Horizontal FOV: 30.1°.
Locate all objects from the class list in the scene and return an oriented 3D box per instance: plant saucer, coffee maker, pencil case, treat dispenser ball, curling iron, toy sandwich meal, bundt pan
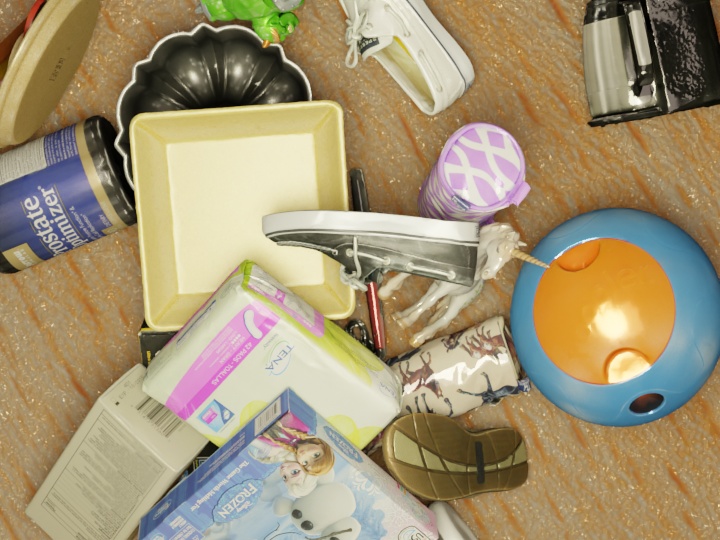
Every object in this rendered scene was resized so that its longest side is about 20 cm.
[{"bbox_3d":[-0.108,-0.052,1.256,0.197,0.048,0.203,-4,96,0],"label":"plant saucer"},{"bbox_3d":[0.290,-0.250,1.278,0.190,0.134,0.203,-12,95,-21],"label":"coffee maker"},{"bbox_3d":[0.066,0.120,1.320,0.198,0.078,0.090,-23,107,3],"label":"pencil case"},{"bbox_3d":[0.239,0.044,1.249,0.198,0.201,0.204,0,94,2],"label":"treat dispenser ball"},{"bbox_3d":[0.104,-0.078,1.246,0.085,0.200,0.085,30,84,0],"label":"pencil case"},{"bbox_3d":[0.000,0.000,1.340,0.049,0.026,0.203,-1,93,-1],"label":"curling iron"},{"bbox_3d":[-0.317,-0.203,1.262,0.070,0.205,0.207,29,94,-3],"label":"toy sandwich meal"},{"bbox_3d":[-0.136,-0.137,1.308,0.199,0.076,0.205,0,96,-1],"label":"bundt pan"}]

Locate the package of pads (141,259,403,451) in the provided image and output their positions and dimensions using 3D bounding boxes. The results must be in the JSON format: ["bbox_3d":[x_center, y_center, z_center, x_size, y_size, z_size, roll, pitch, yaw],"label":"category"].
[{"bbox_3d":[-0.076,0.103,1.231,0.199,0.068,0.155,39,111,-16],"label":"package of pads"}]

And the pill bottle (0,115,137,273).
[{"bbox_3d":[-0.320,-0.064,1.304,0.198,0.112,0.113,-22,93,3],"label":"pill bottle"}]

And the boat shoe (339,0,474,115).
[{"bbox_3d":[0.016,-0.230,1.293,0.202,0.074,0.086,49,63,-7],"label":"boat shoe"}]

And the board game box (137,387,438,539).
[{"bbox_3d":[-0.066,0.237,1.233,0.200,0.044,0.199,-42,113,16],"label":"board game box"}]

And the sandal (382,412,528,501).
[{"bbox_3d":[0.087,0.182,1.295,0.054,0.199,0.082,-11,75,43],"label":"sandal"}]

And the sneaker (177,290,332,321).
[{"bbox_3d":[-0.114,0.004,1.332,0.197,0.075,0.090,2,79,-2],"label":"sneaker"}]

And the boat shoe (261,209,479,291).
[{"bbox_3d":[0.006,-0.016,1.190,0.196,0.074,0.069,5,90,5],"label":"boat shoe"}]

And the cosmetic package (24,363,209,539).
[{"bbox_3d":[-0.234,0.195,1.289,0.105,0.071,0.200,42,128,3],"label":"cosmetic package"}]

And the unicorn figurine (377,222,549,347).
[{"bbox_3d":[0.088,0.008,1.256,0.137,0.200,0.074,-35,89,-1],"label":"unicorn figurine"}]

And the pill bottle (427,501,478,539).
[{"bbox_3d":[0.035,0.329,1.319,0.199,0.111,0.112,-39,92,4],"label":"pill bottle"}]

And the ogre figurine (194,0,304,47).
[{"bbox_3d":[-0.078,-0.275,1.234,0.198,0.099,0.120,22,55,35],"label":"ogre figurine"}]

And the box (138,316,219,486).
[{"bbox_3d":[-0.126,0.135,1.310,0.157,0.049,0.203,-1,115,4],"label":"box"}]
